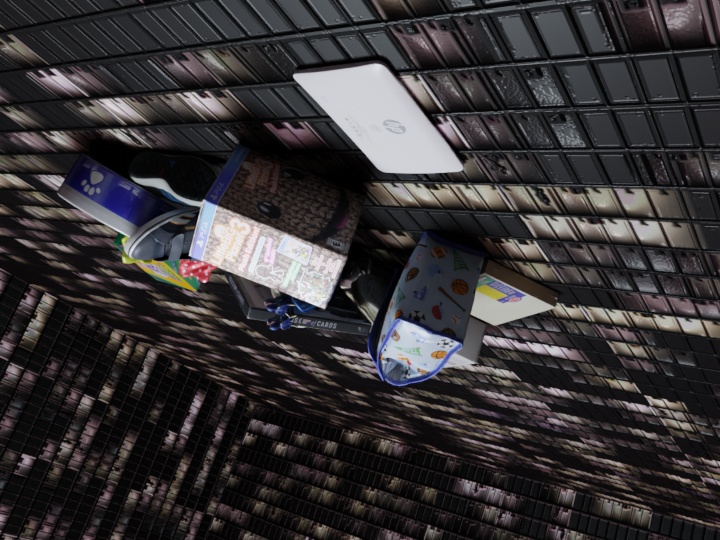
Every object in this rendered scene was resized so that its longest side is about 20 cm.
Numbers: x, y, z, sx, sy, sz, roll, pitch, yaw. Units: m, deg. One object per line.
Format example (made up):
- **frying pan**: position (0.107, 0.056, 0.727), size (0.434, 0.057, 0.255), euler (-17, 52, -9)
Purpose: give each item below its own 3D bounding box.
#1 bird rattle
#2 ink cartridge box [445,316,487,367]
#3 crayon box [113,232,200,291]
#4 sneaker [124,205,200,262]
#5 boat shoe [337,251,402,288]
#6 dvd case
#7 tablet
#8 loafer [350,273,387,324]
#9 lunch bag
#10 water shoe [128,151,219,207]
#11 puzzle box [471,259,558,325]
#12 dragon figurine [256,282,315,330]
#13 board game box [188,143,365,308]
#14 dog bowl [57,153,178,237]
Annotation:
- **bird rattle**: position (-0.364, -0.050, 1.517), size (0.199, 0.114, 0.163), euler (24, 145, -21)
- **ink cartridge box**: position (0.128, 0.126, 1.500), size (0.144, 0.085, 0.200), euler (26, 160, -17)
- **crayon box**: position (-0.442, -0.028, 1.712), size (0.118, 0.059, 0.200), euler (14, 160, 20)
- **sneaker**: position (-0.278, -0.054, 1.247), size (0.080, 0.199, 0.079), euler (51, 144, 14)
- **boat shoe**: position (0.000, 0.000, 1.309), size (0.198, 0.073, 0.065), euler (22, 153, -26)
- **dvd case**: position (-0.098, 0.045, 1.182), size (0.198, 0.025, 0.150), euler (10, -161, -27)
- **tablet**: position (0.024, -0.169, 0.886), size (0.129, 0.014, 0.200), euler (5, 157, 38)
- **loafer**: position (0.025, 0.074, 1.289), size (0.069, 0.076, 0.200), euler (-18, 145, 16)
- **lunch bag**: position (0.091, 0.067, 1.175), size (0.123, 0.171, 0.200), euler (23, 148, -1)
- **water shoe**: position (-0.275, -0.139, 1.215), size (0.199, 0.072, 0.079), euler (22, 168, 30)
- **puzzle box**: position (0.216, 0.040, 1.259), size (0.132, 0.026, 0.200), euler (25, 161, -13)
- **dragon figurine**: position (-0.080, 0.020, 1.107), size (0.099, 0.199, 0.059), euler (42, 130, 22)
- **board game box**: position (-0.110, -0.063, 1.060), size (0.198, 0.160, 0.097), euler (21, 126, -5)
- **dog bowl**: position (-0.403, -0.114, 1.308), size (0.199, 0.079, 0.200), euler (30, 178, 1)
